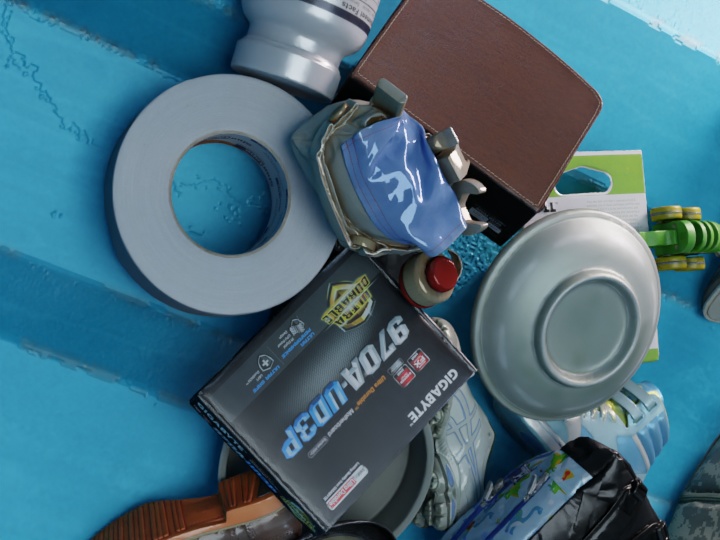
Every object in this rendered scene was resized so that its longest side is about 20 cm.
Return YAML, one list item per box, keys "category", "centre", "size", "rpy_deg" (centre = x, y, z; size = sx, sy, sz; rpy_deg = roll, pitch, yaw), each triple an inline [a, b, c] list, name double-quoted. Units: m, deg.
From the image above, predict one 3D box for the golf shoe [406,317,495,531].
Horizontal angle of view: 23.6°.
- category: "golf shoe"
  centre: [0.083, 0.138, 1.608]
  size: [0.097, 0.078, 0.203]
  rpy_deg: [-10, 106, -41]

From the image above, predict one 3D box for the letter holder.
- category: "letter holder"
  centre: [0.094, -0.146, 1.522]
  size: [0.199, 0.101, 0.143]
  rpy_deg: [35, 68, -3]

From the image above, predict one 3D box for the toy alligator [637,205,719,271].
- category: "toy alligator"
  centre: [0.328, -0.031, 1.655]
  size: [0.199, 0.054, 0.060]
  rpy_deg: [1, 84, -53]

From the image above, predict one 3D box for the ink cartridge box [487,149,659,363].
- category: "ink cartridge box"
  centre: [0.199, -0.009, 1.634]
  size: [0.146, 0.076, 0.203]
  rpy_deg: [-3, 89, -24]

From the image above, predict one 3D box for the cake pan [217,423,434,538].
- category: "cake pan"
  centre: [-0.033, 0.170, 1.540]
  size: [0.198, 0.037, 0.203]
  rpy_deg: [-5, 109, -14]

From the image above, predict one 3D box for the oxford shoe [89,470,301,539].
- category: "oxford shoe"
  centre: [-0.145, 0.237, 1.483]
  size: [0.198, 0.071, 0.074]
  rpy_deg: [-17, 116, 3]

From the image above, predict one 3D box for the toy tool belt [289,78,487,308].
- category: "toy tool belt"
  centre: [0.041, -0.061, 1.417]
  size: [0.201, 0.122, 0.125]
  rpy_deg: [55, 52, -15]

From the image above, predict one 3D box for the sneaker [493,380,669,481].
- category: "sneaker"
  centre: [0.220, 0.137, 1.659]
  size: [0.200, 0.079, 0.131]
  rpy_deg: [44, 79, -33]

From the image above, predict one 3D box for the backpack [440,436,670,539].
- category: "backpack"
  centre: [0.164, 0.261, 1.573]
  size: [0.200, 0.153, 0.164]
  rpy_deg: [-50, 132, -16]

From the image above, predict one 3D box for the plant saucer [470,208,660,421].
- category: "plant saucer"
  centre: [0.195, 0.047, 1.548]
  size: [0.198, 0.050, 0.202]
  rpy_deg: [-8, 110, -22]

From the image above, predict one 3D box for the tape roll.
- category: "tape roll"
  centre: [-0.117, -0.062, 1.460]
  size: [0.198, 0.066, 0.203]
  rpy_deg: [1, 85, -16]

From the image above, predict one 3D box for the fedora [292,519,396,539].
- category: "fedora"
  centre: [-0.024, 0.320, 1.514]
  size: [0.199, 0.092, 0.202]
  rpy_deg: [-21, 135, -23]

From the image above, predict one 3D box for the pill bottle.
- category: "pill bottle"
  centre: [-0.036, -0.253, 1.471]
  size: [0.115, 0.115, 0.202]
  rpy_deg: [21, 87, -25]

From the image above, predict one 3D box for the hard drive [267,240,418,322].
- category: "hard drive"
  centre: [0.000, 0.000, 1.557]
  size: [0.134, 0.042, 0.202]
  rpy_deg: [20, 87, -26]

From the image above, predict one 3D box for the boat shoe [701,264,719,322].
- category: "boat shoe"
  centre: [0.414, -0.028, 1.718]
  size: [0.067, 0.057, 0.200]
  rpy_deg: [28, 119, -31]

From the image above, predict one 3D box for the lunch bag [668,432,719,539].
- category: "lunch bag"
  centre: [0.421, 0.258, 1.741]
  size: [0.200, 0.139, 0.169]
  rpy_deg: [40, 63, -24]

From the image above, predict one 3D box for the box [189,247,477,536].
- category: "box"
  centre: [-0.023, 0.099, 1.465]
  size: [0.159, 0.046, 0.200]
  rpy_deg: [47, 68, -2]
